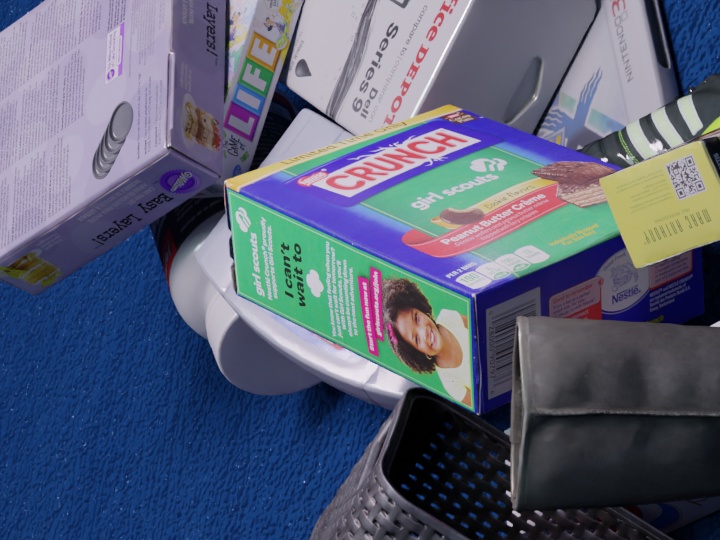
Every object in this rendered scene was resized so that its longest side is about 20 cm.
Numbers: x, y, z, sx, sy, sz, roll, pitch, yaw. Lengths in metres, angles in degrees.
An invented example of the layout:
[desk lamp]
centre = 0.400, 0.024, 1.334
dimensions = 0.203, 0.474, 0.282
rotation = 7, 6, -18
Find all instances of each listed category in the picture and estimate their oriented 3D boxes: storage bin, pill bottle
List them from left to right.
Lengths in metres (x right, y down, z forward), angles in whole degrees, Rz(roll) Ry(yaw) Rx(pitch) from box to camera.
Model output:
[pill bottle]
centre = -0.071, -0.021, 1.819
dimensions = 0.120, 0.119, 0.200
rotation = -51, 37, 26
[storage bin]
centre = 0.077, 0.164, 1.421
dimensions = 0.094, 0.200, 0.135
rotation = -57, 3, 22

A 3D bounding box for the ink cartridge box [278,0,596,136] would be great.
[ink cartridge box]
centre = 0.036, -0.148, 1.730
dimensions = 0.200, 0.084, 0.146
rotation = 38, 104, 55

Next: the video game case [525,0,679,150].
[video game case]
centre = 0.106, -0.100, 1.701
dimensions = 0.200, 0.022, 0.183
rotation = -40, 44, 37

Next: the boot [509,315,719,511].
[boot]
centre = 0.173, 0.035, 1.354
dimensions = 0.073, 0.200, 0.182
rotation = -53, -31, -79

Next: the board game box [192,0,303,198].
[board game box]
centre = -0.127, -0.112, 1.814
dimensions = 0.200, 0.034, 0.135
rotation = -1, 67, 51

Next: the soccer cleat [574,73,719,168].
[soccer cleat]
centre = 0.179, -0.066, 1.554
dimensions = 0.200, 0.068, 0.081
rotation = -17, 38, 52

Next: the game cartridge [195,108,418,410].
[game cartridge]
centre = 0.000, 0.000, 1.678
dimensions = 0.200, 0.042, 0.133
rotation = 31, 78, 33

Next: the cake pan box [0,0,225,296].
[cake pan box]
centre = -0.160, -0.108, 1.781
dimensions = 0.184, 0.052, 0.200
rotation = -30, 47, 35

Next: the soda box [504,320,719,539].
[soda box]
centre = 0.163, 0.087, 1.487
dimensions = 0.200, 0.064, 0.068
rotation = -31, 50, 43

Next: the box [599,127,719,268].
[box]
centre = 0.210, -0.059, 1.384
dimensions = 0.075, 0.200, 0.050
rotation = -21, 91, 49

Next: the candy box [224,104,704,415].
[candy box]
centre = 0.054, -0.012, 1.518
dimensions = 0.200, 0.169, 0.077
rotation = 23, 125, 44
